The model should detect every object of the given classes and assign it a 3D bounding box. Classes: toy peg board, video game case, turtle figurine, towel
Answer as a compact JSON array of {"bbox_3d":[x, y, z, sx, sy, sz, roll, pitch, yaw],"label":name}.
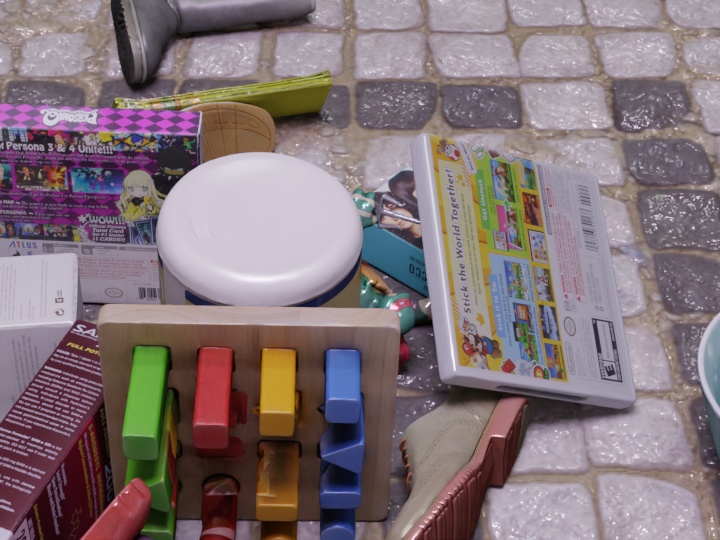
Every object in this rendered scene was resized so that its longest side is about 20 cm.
[{"bbox_3d":[-0.075,0.129,1.115,0.197,0.201,0.098,1,43,-1],"label":"toy peg board"},{"bbox_3d":[-0.221,-0.050,1.317,0.198,0.182,0.036,2,42,1],"label":"video game case"},{"bbox_3d":[0.126,0.001,1.280,0.181,0.023,0.202,11,61,-33],"label":"video game case"},{"bbox_3d":[0.000,0.000,1.319,0.101,0.150,0.199,-43,49,-17],"label":"turtle figurine"},{"bbox_3d":[-0.127,-0.150,1.508,0.198,0.086,0.018,-9,80,-12],"label":"towel"}]

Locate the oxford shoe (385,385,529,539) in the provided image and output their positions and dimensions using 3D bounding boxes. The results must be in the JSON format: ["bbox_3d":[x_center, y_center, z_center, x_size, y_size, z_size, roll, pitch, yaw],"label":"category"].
[{"bbox_3d":[0.055,0.152,1.198,0.073,0.071,0.200,17,34,21],"label":"oxford shoe"}]

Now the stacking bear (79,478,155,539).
[{"bbox_3d":[-0.108,0.246,1.032,0.200,0.114,0.122,40,65,2],"label":"stacking bear"}]

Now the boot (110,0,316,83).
[{"bbox_3d":[-0.142,-0.252,1.634,0.198,0.073,0.183,-1,44,-13],"label":"boot"}]

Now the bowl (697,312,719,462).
[{"bbox_3d":[0.340,0.114,1.218,0.199,0.106,0.202,1,43,-1],"label":"bowl"}]

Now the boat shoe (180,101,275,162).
[{"bbox_3d":[-0.172,-0.109,1.468,0.199,0.071,0.069,-14,15,-28],"label":"boat shoe"}]

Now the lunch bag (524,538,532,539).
[{"bbox_3d":[0.075,0.272,1.019,0.168,0.128,0.201,-8,54,-14],"label":"lunch bag"}]

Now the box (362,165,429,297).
[{"bbox_3d":[0.091,-0.010,1.383,0.199,0.049,0.082,30,49,27],"label":"box"}]

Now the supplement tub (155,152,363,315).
[{"bbox_3d":[-0.072,0.032,1.192,0.143,0.201,0.145,2,45,-2],"label":"supplement tub"}]

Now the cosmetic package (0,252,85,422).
[{"bbox_3d":[-0.310,0.057,1.253,0.198,0.108,0.085,-2,42,-6],"label":"cosmetic package"}]

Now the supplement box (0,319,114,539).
[{"bbox_3d":[-0.217,0.143,1.161,0.060,0.109,0.201,15,45,14],"label":"supplement box"}]
